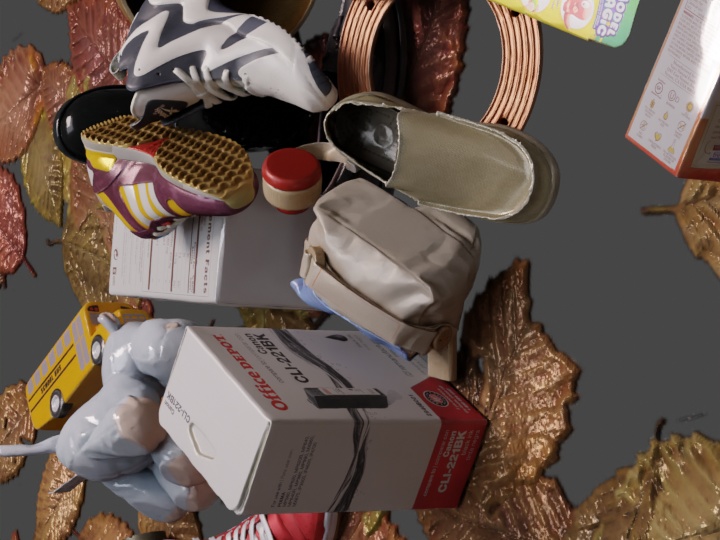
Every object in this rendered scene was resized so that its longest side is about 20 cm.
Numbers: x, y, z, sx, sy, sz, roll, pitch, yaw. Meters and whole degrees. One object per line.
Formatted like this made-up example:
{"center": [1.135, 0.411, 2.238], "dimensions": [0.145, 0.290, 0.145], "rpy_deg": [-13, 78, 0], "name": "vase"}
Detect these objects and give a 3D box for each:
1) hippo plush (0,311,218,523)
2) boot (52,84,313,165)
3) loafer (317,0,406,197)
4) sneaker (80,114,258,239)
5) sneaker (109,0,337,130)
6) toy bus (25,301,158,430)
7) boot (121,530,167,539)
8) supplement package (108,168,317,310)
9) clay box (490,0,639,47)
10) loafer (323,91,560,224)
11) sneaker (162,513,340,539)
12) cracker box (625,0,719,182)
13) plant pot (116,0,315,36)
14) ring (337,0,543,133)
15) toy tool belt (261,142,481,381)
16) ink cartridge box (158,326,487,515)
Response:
{"center": [-0.196, 0.131, 1.712], "dimensions": [0.200, 0.159, 0.161], "rpy_deg": [-15, 44, 39], "name": "hippo plush"}
{"center": [-0.148, -0.128, 1.587], "dimensions": [0.162, 0.198, 0.073], "rpy_deg": [1, 91, 62], "name": "boot"}
{"center": [-0.005, -0.146, 1.487], "dimensions": [0.072, 0.063, 0.200], "rpy_deg": [-3, 86, 56], "name": "loafer"}
{"center": [-0.149, -0.064, 1.495], "dimensions": [0.200, 0.075, 0.090], "rpy_deg": [25, 131, 45], "name": "sneaker"}
{"center": [-0.121, -0.149, 1.470], "dimensions": [0.199, 0.079, 0.130], "rpy_deg": [36, 84, 22], "name": "sneaker"}
{"center": [-0.269, 0.095, 1.852], "dimensions": [0.200, 0.065, 0.078], "rpy_deg": [-48, 49, 43], "name": "toy bus"}
{"center": [-0.222, 0.368, 1.773], "dimensions": [0.182, 0.073, 0.200], "rpy_deg": [-34, 68, 52], "name": "boot"}
{"center": [-0.121, -0.028, 1.601], "dimensions": [0.200, 0.117, 0.117], "rpy_deg": [3, 88, 55], "name": "supplement package"}
{"center": [0.136, -0.235, 1.285], "dimensions": [0.200, 0.048, 0.115], "rpy_deg": [30, 112, 39], "name": "clay box"}
{"center": [0.052, -0.081, 1.347], "dimensions": [0.200, 0.068, 0.076], "rpy_deg": [19, 107, 32], "name": "loafer"}
{"center": [-0.103, 0.238, 1.559], "dimensions": [0.200, 0.112, 0.071], "rpy_deg": [-52, 48, 40], "name": "sneaker"}
{"center": [0.251, -0.148, 1.056], "dimensions": [0.058, 0.134, 0.200], "rpy_deg": [48, 125, 47], "name": "cracker box"}
{"center": [-0.153, -0.278, 1.635], "dimensions": [0.200, 0.186, 0.187], "rpy_deg": [-158, 74, -68], "name": "plant pot"}
{"center": [0.061, -0.159, 1.402], "dimensions": [0.200, 0.019, 0.201], "rpy_deg": [0, 91, 42], "name": "ring"}
{"center": [0.000, 0.000, 1.412], "dimensions": [0.200, 0.125, 0.123], "rpy_deg": [32, 139, 28], "name": "toy tool belt"}
{"center": [-0.030, 0.112, 1.386], "dimensions": [0.144, 0.200, 0.084], "rpy_deg": [43, 122, 48], "name": "ink cartridge box"}
